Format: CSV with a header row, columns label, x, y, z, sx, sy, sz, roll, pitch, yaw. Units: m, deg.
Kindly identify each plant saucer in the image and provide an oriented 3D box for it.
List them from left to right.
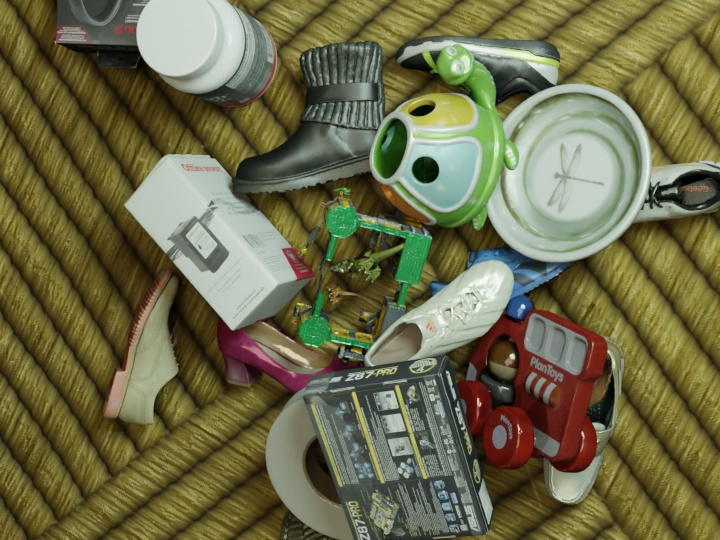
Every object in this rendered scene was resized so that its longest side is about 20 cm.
label,x,y,z,sx,sy,sz,roll,pitch,yaw
plant saucer,0.234,-0.105,1.241,0.199,0.050,0.202,-7,77,33

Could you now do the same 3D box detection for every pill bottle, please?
label,x,y,z,sx,sy,sz,roll,pitch,yaw
pill bottle,-0.177,-0.259,1.291,0.115,0.200,0.117,0,91,13

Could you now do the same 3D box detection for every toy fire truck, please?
label,x,y,z,sx,sy,sz,roll,pitch,yaw
toy fire truck,0.186,0.121,1.222,0.111,0.200,0.170,9,101,-28

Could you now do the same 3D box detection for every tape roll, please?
label,x,y,z,sx,sy,sz,roll,pitch,yaw
tape roll,-0.011,0.221,1.278,0.201,0.037,0.205,7,116,14

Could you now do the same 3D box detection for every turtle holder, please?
label,x,y,z,sx,sy,sz,roll,pitch,yaw
turtle holder,0.093,-0.138,1.233,0.186,0.131,0.142,-49,47,38

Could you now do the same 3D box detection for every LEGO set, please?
label,x,y,z,sx,sy,sz,roll,pitch,yaw
LEGO set,0.000,0.000,1.297,0.152,0.116,0.202,5,107,-7

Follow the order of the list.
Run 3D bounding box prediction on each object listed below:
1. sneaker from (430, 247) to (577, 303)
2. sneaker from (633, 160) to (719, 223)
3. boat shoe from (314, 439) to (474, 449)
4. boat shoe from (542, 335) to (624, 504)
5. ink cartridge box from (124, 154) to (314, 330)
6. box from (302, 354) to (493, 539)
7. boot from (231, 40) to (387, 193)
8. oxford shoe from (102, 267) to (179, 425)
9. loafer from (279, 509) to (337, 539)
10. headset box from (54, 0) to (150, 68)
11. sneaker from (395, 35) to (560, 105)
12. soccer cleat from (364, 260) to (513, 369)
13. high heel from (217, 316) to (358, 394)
label,x,y,z,sx,sy,sz,roll,pitch,yaw
sneaker,0.173,-0.004,1.288,0.199,0.066,0.079,-29,82,12
sneaker,0.320,-0.088,1.246,0.198,0.080,0.074,-11,91,15
boat shoe,0.034,0.192,1.319,0.198,0.074,0.077,-1,91,13
boat shoe,0.252,0.174,1.271,0.074,0.068,0.202,12,95,10
ink cartridge box,-0.165,-0.037,1.322,0.083,0.145,0.200,-44,82,14
box,0.043,0.199,1.202,0.160,0.049,0.202,-12,110,20
boot,-0.064,-0.181,1.327,0.209,0.079,0.159,-12,96,2
oxford shoe,-0.259,0.097,1.398,0.073,0.071,0.202,20,96,-14
loafer,-0.043,0.377,1.348,0.075,0.067,0.202,-20,71,10
headset box,-0.293,-0.352,1.379,0.147,0.075,0.202,5,92,12
sneaker,0.136,-0.225,1.287,0.198,0.072,0.084,5,95,13
soccer cleat,0.088,0.058,1.226,0.200,0.078,0.069,-39,68,-1
high heel,-0.081,0.094,1.341,0.198,0.067,0.097,5,113,25
